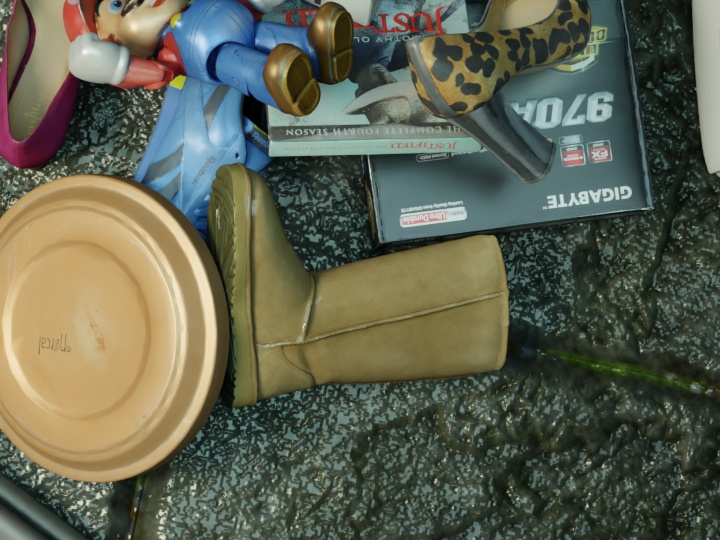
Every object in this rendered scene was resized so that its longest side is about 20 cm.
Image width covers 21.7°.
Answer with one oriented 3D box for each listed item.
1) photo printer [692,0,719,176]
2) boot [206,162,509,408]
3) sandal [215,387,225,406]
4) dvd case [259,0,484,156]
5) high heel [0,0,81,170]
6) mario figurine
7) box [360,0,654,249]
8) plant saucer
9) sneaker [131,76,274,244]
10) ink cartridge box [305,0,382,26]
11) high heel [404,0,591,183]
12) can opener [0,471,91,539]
[{"bbox_3d":[0.284,-0.150,1.263,0.069,0.200,0.168,-3,88,-7],"label":"photo printer"},{"bbox_3d":[0.000,0.000,1.246,0.198,0.066,0.177,-9,118,-19],"label":"boot"},{"bbox_3d":[-0.067,0.045,1.291,0.198,0.045,0.076,-12,95,-22],"label":"sandal"},{"bbox_3d":[0.002,-0.167,1.265,0.144,0.022,0.202,-1,62,-7],"label":"dvd case"},{"bbox_3d":[-0.205,-0.166,1.254,0.067,0.096,0.202,5,86,-7],"label":"high heel"},{"bbox_3d":[-0.109,-0.161,1.195,0.198,0.123,0.107,13,97,28],"label":"mario figurine"},{"bbox_3d":[0.095,-0.107,1.313,0.198,0.046,0.161,-7,87,-8],"label":"box"},{"bbox_3d":[-0.178,0.038,1.225,0.199,0.032,0.203,1,93,27],"label":"plant saucer"},{"bbox_3d":[-0.103,-0.063,1.264,0.078,0.066,0.202,15,82,25],"label":"sneaker"},{"bbox_3d":[-0.063,-0.246,1.270,0.198,0.039,0.100,23,61,7],"label":"ink cartridge box"},{"bbox_3d":[0.085,-0.173,1.214,0.142,0.071,0.202,36,50,-42],"label":"high heel"},{"bbox_3d":[-0.271,0.158,1.258,0.199,0.053,0.067,38,115,-4],"label":"can opener"}]
